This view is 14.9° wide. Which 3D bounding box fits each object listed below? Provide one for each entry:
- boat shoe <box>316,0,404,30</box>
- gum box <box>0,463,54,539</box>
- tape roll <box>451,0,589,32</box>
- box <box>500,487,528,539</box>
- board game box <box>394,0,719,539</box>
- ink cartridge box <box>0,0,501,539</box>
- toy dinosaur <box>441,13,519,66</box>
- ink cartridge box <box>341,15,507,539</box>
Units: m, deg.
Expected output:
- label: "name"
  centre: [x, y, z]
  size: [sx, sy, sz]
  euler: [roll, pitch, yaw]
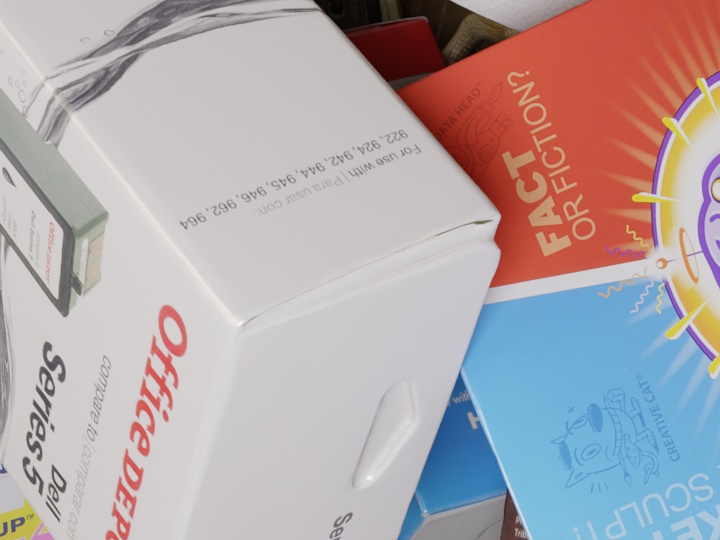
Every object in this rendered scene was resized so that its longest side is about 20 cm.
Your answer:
- label: "boat shoe"
  centre: [-0.025, -0.107, 1.011]
  size: [0.073, 0.065, 0.201]
  euler: [-13, 74, 51]
- label: "gum box"
  centre: [-0.152, 0.098, 1.070]
  size: [0.200, 0.066, 0.114]
  euler: [-168, 63, -74]
- label: "tape roll"
  centre: [0.042, -0.139, 0.814]
  size: [0.037, 0.202, 0.203]
  euler: [-57, 44, 31]
- label: "box"
  centre: [0.094, 0.111, 0.788]
  size: [0.075, 0.100, 0.201]
  euler: [5, 89, 52]
- label: "board game box"
  centre: [0.118, -0.012, 0.706]
  size: [0.199, 0.040, 0.154]
  euler: [-25, 77, 9]
- label: "ink cartridge box"
  centre: [-0.065, -0.021, 0.736]
  size: [0.200, 0.084, 0.146]
  euler: [50, 145, 27]
- label: "toy dinosaur"
  centre: [0.075, -0.083, 0.899]
  size: [0.101, 0.058, 0.200]
  euler: [-48, 38, 23]
- label: "ink cartridge box"
  centre: [0.000, 0.000, 0.902]
  size: [0.116, 0.067, 0.201]
  euler: [121, 131, -62]
